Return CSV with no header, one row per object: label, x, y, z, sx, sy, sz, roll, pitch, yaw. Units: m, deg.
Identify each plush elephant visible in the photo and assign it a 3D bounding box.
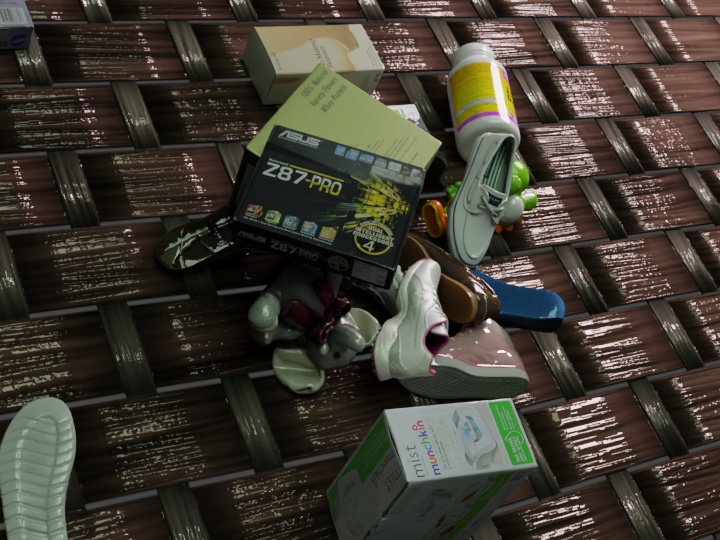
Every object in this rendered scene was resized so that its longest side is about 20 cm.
plush elephant,-0.052,0.064,1.449,0.155,0.200,0.165,45,71,-4

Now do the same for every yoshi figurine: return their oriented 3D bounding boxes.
yoshi figurine,0.190,-0.116,1.746,0.199,0.112,0.113,-17,57,-38

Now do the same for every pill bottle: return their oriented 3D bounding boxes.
pill bottle,0.196,-0.276,1.872,0.103,0.105,0.202,9,52,-20

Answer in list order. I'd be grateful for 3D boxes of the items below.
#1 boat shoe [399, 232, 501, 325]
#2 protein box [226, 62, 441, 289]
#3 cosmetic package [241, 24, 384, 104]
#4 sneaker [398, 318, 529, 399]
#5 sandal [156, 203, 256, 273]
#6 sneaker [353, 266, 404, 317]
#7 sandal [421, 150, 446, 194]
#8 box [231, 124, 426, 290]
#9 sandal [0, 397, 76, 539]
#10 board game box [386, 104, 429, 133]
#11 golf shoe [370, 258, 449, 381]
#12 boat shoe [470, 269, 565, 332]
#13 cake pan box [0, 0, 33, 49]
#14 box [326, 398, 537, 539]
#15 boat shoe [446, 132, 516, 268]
boat shoe,0.112,0.010,1.597,0.070,0.071,0.200,-7,39,-41
protein box,-0.036,-0.126,1.527,0.199,0.135,0.199,33,53,3
cosmetic package,-0.074,-0.325,1.797,0.198,0.071,0.106,-10,60,-32
sneaker,0.130,0.114,1.559,0.198,0.076,0.105,8,50,-25
sandal,-0.179,-0.039,1.541,0.198,0.055,0.082,-24,67,-21
sneaker,0.000,0.000,1.598,0.082,0.075,0.201,-32,71,-13
sandal,0.087,-0.155,1.674,0.074,0.200,0.049,-6,81,3
box,-0.035,-0.077,1.365,0.198,0.049,0.162,18,52,4
sandal,-0.350,0.239,1.240,0.081,0.050,0.205,1,66,-8
board game box,0.021,-0.194,1.768,0.198,0.035,0.127,-9,59,-31
golf shoe,0.082,0.066,1.484,0.091,0.076,0.201,4,47,24
boat shoe,0.188,0.057,1.628,0.198,0.069,0.085,18,59,18
cake pan box,-0.575,-0.390,1.614,0.198,0.052,0.185,-12,63,-33
box,0.079,0.247,1.342,0.175,0.201,0.097,-2,55,-26
boat shoe,0.174,-0.104,1.630,0.073,0.067,0.202,15,80,-29
